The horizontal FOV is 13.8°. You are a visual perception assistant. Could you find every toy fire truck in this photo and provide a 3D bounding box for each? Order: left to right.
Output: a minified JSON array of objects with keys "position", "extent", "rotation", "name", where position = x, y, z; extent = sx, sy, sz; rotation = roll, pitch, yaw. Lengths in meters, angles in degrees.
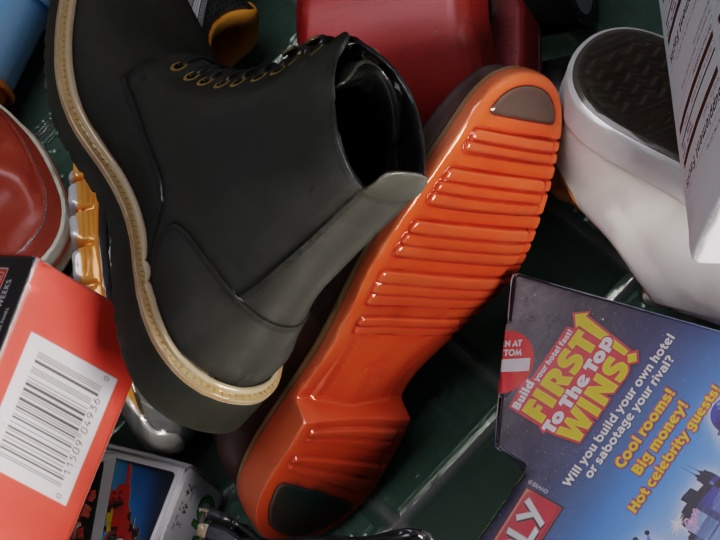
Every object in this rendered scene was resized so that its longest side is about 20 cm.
[{"position":[0.028,-0.137,1.078],"extent":[0.128,0.200,0.177],"rotation":[-8,62,21],"name":"toy fire truck"}]

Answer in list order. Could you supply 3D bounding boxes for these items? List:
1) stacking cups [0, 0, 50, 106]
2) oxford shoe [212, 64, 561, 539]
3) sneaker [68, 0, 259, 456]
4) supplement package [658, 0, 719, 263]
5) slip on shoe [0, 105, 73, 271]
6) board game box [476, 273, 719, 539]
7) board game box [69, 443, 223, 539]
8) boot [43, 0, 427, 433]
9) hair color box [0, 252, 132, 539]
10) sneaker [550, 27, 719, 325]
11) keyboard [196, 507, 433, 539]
[{"position":[-0.153,-0.098,1.226],"extent":[0.060,0.061,0.201],"rotation":[14,74,29],"name":"stacking cups"},{"position":[0.000,0.000,1.062],"extent":[0.201,0.071,0.073],"rotation":[-57,49,22],"name":"oxford shoe"},{"position":[-0.072,-0.027,1.146],"extent":[0.077,0.078,0.201],"rotation":[-5,69,-1],"name":"sneaker"},{"position":[0.203,-0.123,0.985],"extent":[0.190,0.147,0.201],"rotation":[0,61,-8],"name":"supplement package"},{"position":[-0.185,-0.063,1.163],"extent":[0.074,0.061,0.200],"rotation":[-40,68,-1],"name":"slip on shoe"},{"position":[0.104,0.097,1.007],"extent":[0.199,0.062,0.200],"rotation":[33,84,36],"name":"board game box"},{"position":[-0.143,0.155,1.104],"extent":[0.126,0.035,0.201],"rotation":[11,70,29],"name":"board game box"},{"position":[-0.038,-0.063,1.042],"extent":[0.138,0.077,0.201],"rotation":[-47,51,38],"name":"boot"},{"position":[-0.171,0.048,1.104],"extent":[0.199,0.061,0.102],"rotation":[1,65,51],"name":"hair color box"},{"position":[0.153,-0.004,1.046],"extent":[0.200,0.085,0.073],"rotation":[37,57,15],"name":"sneaker"},{"position":[0.000,0.139,0.990],"extent":[0.199,0.021,0.128],"rotation":[-5,101,43],"name":"keyboard"}]
